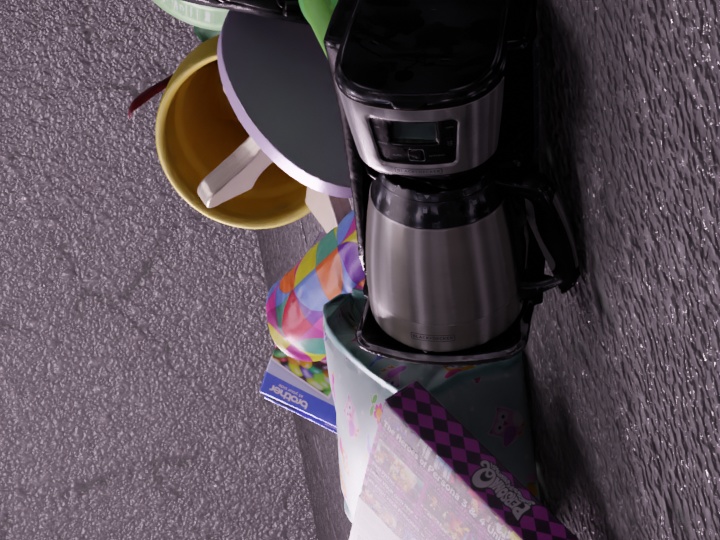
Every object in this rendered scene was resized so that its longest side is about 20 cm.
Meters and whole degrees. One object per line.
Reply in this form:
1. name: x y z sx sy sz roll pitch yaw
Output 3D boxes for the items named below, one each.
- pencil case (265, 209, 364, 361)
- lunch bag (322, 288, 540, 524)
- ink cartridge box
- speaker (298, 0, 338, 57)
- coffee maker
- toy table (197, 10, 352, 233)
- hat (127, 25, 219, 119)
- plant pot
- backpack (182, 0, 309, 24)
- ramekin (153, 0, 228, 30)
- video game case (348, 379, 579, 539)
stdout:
1. pencil case: 0.000 0.000 1.456 0.200 0.088 0.089 -41 58 47
2. lunch bag: 0.041 0.116 1.362 0.200 0.121 0.172 28 133 57
3. ink cartridge box: -0.015 0.074 1.599 0.042 0.119 0.201 -59 -8 -51
4. speaker: 0.007 -0.184 1.367 0.200 0.088 0.089 -113 13 -56
5. coffee maker: 0.043 -0.076 1.073 0.193 0.133 0.201 -110 11 -51
6. toy table: -0.054 -0.127 1.561 0.201 0.182 0.117 65 156 20
7. hat: -0.180 -0.276 2.089 0.200 0.175 0.167 -15 -90 -79
8. plant pot: -0.108 -0.174 1.924 0.189 0.199 0.202 -85 -13 -63
9. backpack: -0.079 -0.318 1.493 0.154 0.162 0.202 -123 42 -71
10. ramekin: -0.127 -0.327 1.681 0.098 0.198 0.202 -144 41 -85
11. video game case: 0.078 0.197 1.206 0.200 0.036 0.182 43 146 24
